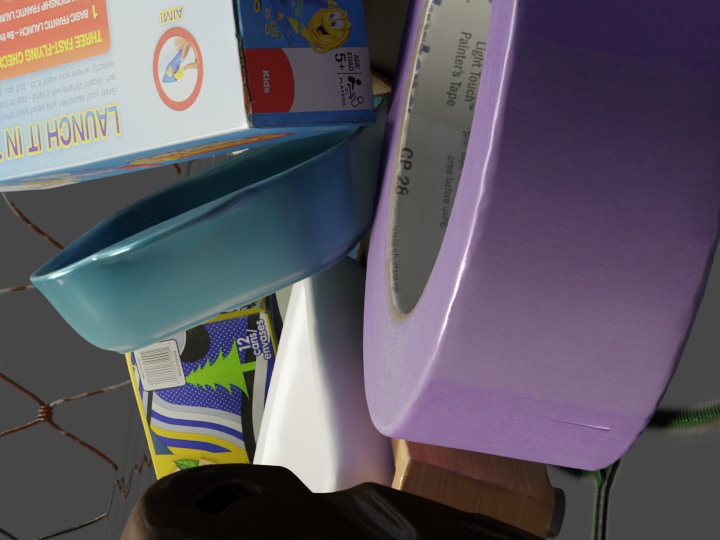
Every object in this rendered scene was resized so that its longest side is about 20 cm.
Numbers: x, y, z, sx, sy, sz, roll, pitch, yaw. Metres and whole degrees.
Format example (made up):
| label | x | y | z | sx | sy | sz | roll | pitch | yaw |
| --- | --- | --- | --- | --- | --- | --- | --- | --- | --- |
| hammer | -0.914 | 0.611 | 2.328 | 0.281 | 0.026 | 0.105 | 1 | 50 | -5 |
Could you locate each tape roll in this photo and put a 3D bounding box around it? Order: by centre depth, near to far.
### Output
| label | x | y | z | sx | sy | sz | roll | pitch | yaw |
| --- | --- | --- | --- | --- | --- | --- | --- | --- | --- |
| tape roll | 0.053 | -0.046 | 0.728 | 0.200 | 0.066 | 0.200 | -170 | 90 | -82 |

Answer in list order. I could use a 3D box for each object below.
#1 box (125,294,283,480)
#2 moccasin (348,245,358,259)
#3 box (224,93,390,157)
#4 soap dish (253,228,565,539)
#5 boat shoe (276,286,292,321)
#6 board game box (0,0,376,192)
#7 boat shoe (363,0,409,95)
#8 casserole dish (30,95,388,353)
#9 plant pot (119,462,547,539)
| label | x | y | z | sx | sy | sz | roll | pitch | yaw |
| --- | --- | --- | --- | --- | --- | --- | --- | --- | --- |
| box | -0.050 | 0.097 | 1.086 | 0.070 | 0.064 | 0.200 | -98 | -3 | -67 |
| moccasin | 0.000 | 0.000 | 1.034 | 0.200 | 0.080 | 0.068 | 112 | 154 | -52 |
| box | 0.001 | -0.152 | 1.021 | 0.141 | 0.079 | 0.200 | -21 | -49 | -53 |
| soap dish | 0.008 | 0.089 | 0.874 | 0.200 | 0.081 | 0.157 | -97 | 19 | -66 |
| boat shoe | -0.027 | -0.038 | 1.312 | 0.200 | 0.076 | 0.060 | 114 | 158 | -58 |
| board game box | -0.088 | -0.134 | 0.876 | 0.200 | 0.056 | 0.196 | -7 | 89 | 49 |
| boat shoe | -0.016 | -0.090 | 0.903 | 0.069 | 0.200 | 0.074 | -43 | -49 | -32 |
| casserole dish | -0.043 | -0.015 | 0.880 | 0.200 | 0.121 | 0.039 | -62 | -51 | -78 |
| plant pot | -0.009 | 0.162 | 0.568 | 0.200 | 0.200 | 0.198 | -111 | 41 | -75 |
